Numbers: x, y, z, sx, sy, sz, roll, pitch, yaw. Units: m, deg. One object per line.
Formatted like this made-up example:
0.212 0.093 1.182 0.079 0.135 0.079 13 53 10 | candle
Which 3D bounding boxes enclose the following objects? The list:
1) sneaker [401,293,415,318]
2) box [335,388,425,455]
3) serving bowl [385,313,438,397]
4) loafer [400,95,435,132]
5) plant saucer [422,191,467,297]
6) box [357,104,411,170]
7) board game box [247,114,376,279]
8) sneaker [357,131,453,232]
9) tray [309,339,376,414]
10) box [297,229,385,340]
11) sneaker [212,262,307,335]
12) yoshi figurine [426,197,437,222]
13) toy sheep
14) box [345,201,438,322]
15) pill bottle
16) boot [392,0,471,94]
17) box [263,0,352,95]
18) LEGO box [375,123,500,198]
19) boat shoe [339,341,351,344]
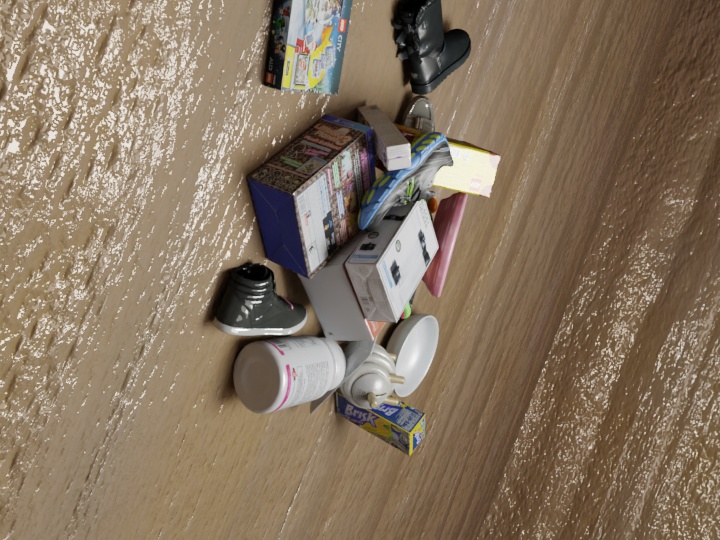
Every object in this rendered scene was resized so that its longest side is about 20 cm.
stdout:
0.082 0.008 1.414 0.085 0.074 0.204 -62 157 -45 | sneaker
0.039 0.300 1.384 0.064 0.196 0.072 -37 138 -40 | box
0.109 0.192 1.564 0.199 0.065 0.205 -38 139 -43 | serving bowl
0.102 -0.229 1.265 0.063 0.070 0.206 -87 -170 -71 | loafer
0.155 -0.054 1.257 0.200 0.049 0.207 16 89 -82 | plant saucer
0.035 -0.219 1.070 0.040 0.201 0.040 -12 122 -9 | box
-0.066 -0.120 1.046 0.200 0.095 0.163 -45 143 -35 | board game box
0.075 -0.131 1.054 0.199 0.071 0.083 -44 114 -7 | sneaker
-0.034 0.179 1.251 0.200 0.022 0.108 -48 -171 30 | tray
0.000 0.000 1.152 0.201 0.104 0.155 -52 128 -44 | box
-0.141 0.043 1.051 0.198 0.070 0.102 1 113 -54 | sneaker
0.113 -0.094 1.294 0.112 0.114 0.199 -41 172 22 | yoshi figurine
0.016 0.214 1.335 0.133 0.200 0.143 -3 108 -9 | toy sheep
0.057 -0.026 1.087 0.201 0.059 0.119 -55 135 -43 | box
-0.115 0.172 1.135 0.198 0.111 0.117 1 109 -58 | pill bottle
0.136 -0.441 1.208 0.199 0.072 0.165 -50 142 -28 | boot
-0.069 -0.362 0.947 0.135 0.037 0.206 -16 122 -54 | box
0.125 -0.200 1.173 0.194 0.149 0.080 9 106 -21 | LEGO box
-0.037 0.064 1.238 0.071 0.068 0.203 -50 145 -29 | boat shoe
